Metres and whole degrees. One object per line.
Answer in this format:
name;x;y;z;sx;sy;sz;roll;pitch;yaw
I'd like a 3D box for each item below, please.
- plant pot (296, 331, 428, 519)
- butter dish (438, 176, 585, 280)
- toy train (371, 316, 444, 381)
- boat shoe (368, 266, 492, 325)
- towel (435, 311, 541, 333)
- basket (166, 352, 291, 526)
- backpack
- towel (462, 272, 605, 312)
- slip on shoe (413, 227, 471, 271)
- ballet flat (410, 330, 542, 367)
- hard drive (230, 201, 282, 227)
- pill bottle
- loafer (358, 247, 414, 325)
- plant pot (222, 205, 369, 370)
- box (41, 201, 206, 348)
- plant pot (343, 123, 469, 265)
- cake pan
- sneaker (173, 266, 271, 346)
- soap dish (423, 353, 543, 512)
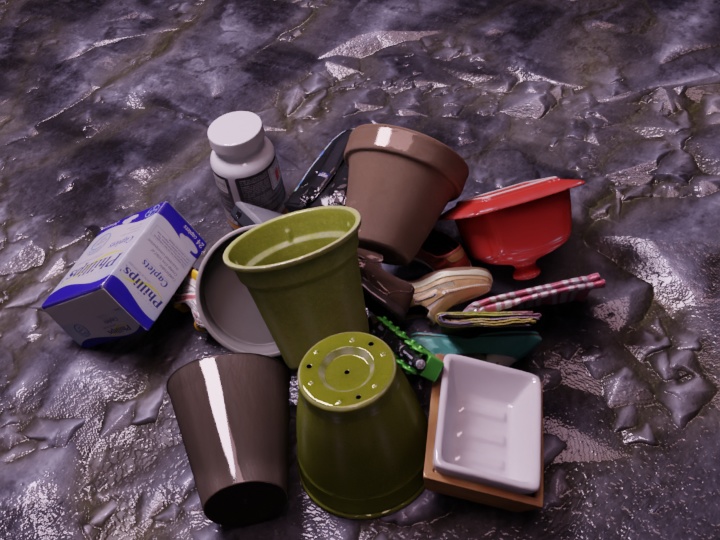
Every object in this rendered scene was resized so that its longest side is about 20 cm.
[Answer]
plant pot;-0.003;0.191;1.290;0.199;0.194;0.201;-5;45;5
butter dish;0.246;-0.057;1.532;0.198;0.149;0.200;-17;4;-14
toy train;0.063;0.109;1.359;0.042;0.056;0.200;-63;19;3
boat shoe;0.111;0.050;1.507;0.198;0.072;0.077;-13;58;9
towel;0.179;0.075;1.392;0.142;0.200;0.023;-2;83;5
basket;-0.170;0.233;1.329;0.179;0.137;0.201;0;46;-15
backpack;-0.013;-0.158;1.693;0.162;0.154;0.201;10;69;27
towel;0.252;0.045;1.435;0.198;0.146;0.030;-13;82;1
slip on shoe;0.107;-0.048;1.596;0.074;0.061;0.200;-33;40;-19
ballet flat;0.166;0.128;1.421;0.198;0.067;0.071;-2;69;10
hard drive;-0.110;-0.040;1.598;0.200;0.139;0.033;43;109;40
pill bottle;-0.196;-0.168;1.684;0.115;0.201;0.117;-5;45;5
loafer;0.000;0.000;1.479;0.200;0.073;0.071;40;66;5
plant pot;-0.070;0.033;1.370;0.199;0.185;0.201;-15;22;6
box;-0.380;0.008;1.565;0.183;0.105;0.201;-16;35;41
plant pot;0.053;-0.106;1.522;0.199;0.200;0.176;12;76;23
cake pan;-0.148;0.030;1.459;0.199;0.202;0.037;-18;10;-6
sneaker;-0.216;0.075;1.549;0.199;0.078;0.082;30;85;28
soap dish;0.161;0.216;1.284;0.156;0.082;0.201;14;46;-4
